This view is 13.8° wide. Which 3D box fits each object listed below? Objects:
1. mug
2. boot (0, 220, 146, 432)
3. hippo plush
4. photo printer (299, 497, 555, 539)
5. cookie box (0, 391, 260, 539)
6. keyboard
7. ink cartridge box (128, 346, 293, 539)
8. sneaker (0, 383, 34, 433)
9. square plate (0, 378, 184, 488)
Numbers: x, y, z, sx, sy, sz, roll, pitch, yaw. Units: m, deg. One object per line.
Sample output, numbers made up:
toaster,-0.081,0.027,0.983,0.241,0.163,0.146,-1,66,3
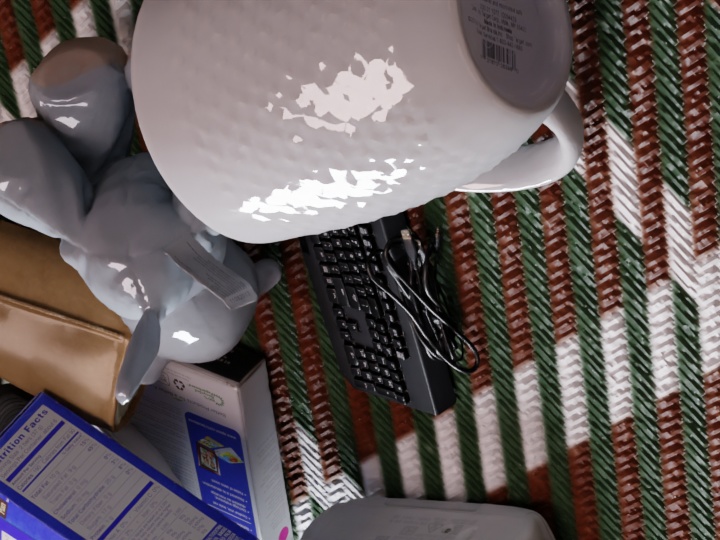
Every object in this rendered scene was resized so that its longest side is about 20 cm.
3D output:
mug,0.021,-0.089,1.410,0.175,0.148,0.200,-12,148,40
boot,-0.203,-0.021,1.712,0.200,0.066,0.176,21,115,17
hippo plush,-0.091,-0.025,1.585,0.200,0.159,0.161,51,180,27
photo printer,0.068,0.227,1.720,0.166,0.069,0.200,1,126,42
cookie box,-0.135,0.191,1.721,0.200,0.075,0.171,33,144,15
keyboard,0.000,0.000,1.584,0.104,0.040,0.200,11,134,36
ink cartridge box,-0.092,0.118,1.788,0.095,0.037,0.200,21,136,28
sneaker,-0.241,0.103,1.831,0.085,0.074,0.200,56,156,10
square plate,-0.155,0.140,1.830,0.200,0.028,0.198,42,150,34
